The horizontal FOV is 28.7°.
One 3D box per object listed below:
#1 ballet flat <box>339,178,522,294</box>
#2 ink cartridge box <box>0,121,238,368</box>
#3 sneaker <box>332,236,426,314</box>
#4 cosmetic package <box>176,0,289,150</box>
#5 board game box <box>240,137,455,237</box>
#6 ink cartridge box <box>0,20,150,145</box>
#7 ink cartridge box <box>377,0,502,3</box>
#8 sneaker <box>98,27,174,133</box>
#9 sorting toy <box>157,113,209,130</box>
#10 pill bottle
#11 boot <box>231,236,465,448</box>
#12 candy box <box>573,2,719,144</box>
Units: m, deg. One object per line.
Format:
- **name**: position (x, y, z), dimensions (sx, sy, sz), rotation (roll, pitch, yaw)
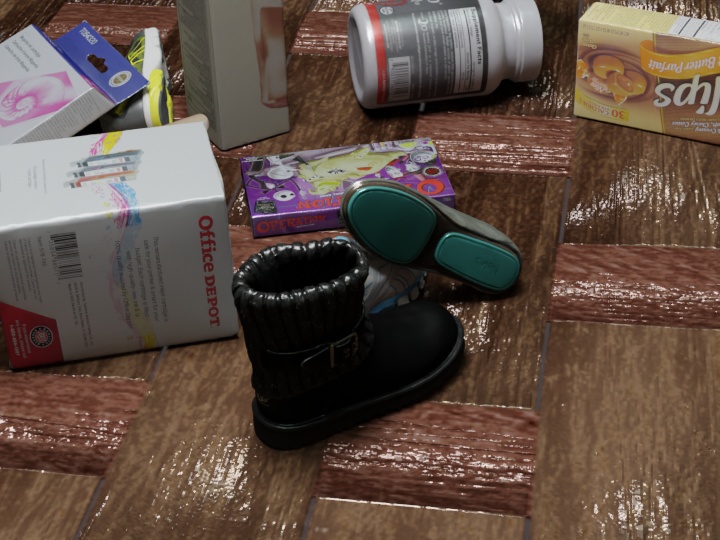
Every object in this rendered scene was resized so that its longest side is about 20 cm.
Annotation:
- **ballet flat**: position (0.054, -0.034, 1.229), dimensions (0.200, 0.067, 0.064), rotation (24, 15, -31)
- **ink cartridge box**: position (-0.215, -0.025, 1.219), dimensions (0.200, 0.145, 0.145), rotation (-7, 34, -9)
- **sneaker**: position (0.000, 0.000, 1.224), dimensions (0.075, 0.087, 0.200), rotation (13, 36, 24)
- **cosmetic package**: position (-0.136, -0.244, 1.489), dimensions (0.087, 0.200, 0.103), rotation (-18, 38, -23)
- **board game box**: position (-0.015, -0.085, 1.402), dimensions (0.200, 0.032, 0.120), rotation (-7, 39, -7)
- **ink cartridge box**: position (-0.352, -0.196, 1.516), dimensions (0.200, 0.043, 0.196), rotation (-37, 42, -10)
- **ink cartridge box**: position (0.125, -0.350, 1.636), dimensions (0.144, 0.200, 0.084), rotation (-21, 82, -25)
- **sneaker**: position (-0.255, -0.210, 1.557), dimensions (0.084, 0.075, 0.200), rotation (-11, 32, -4)
- **sorting toy**: position (-0.260, -0.101, 1.381), dimensions (0.185, 0.037, 0.200), rotation (-23, 10, -28)
- **pill bottle**: position (0.092, -0.245, 1.553), dimensions (0.200, 0.116, 0.116), rotation (-8, 34, -9)
- **boot**: position (-0.002, 0.036, 1.104), dimensions (0.211, 0.158, 0.079), rotation (-27, 41, -31)
- **candy box**: position (0.328, -0.205, 1.479), dimensions (0.200, 0.116, 0.055), rotation (14, 38, 23)
